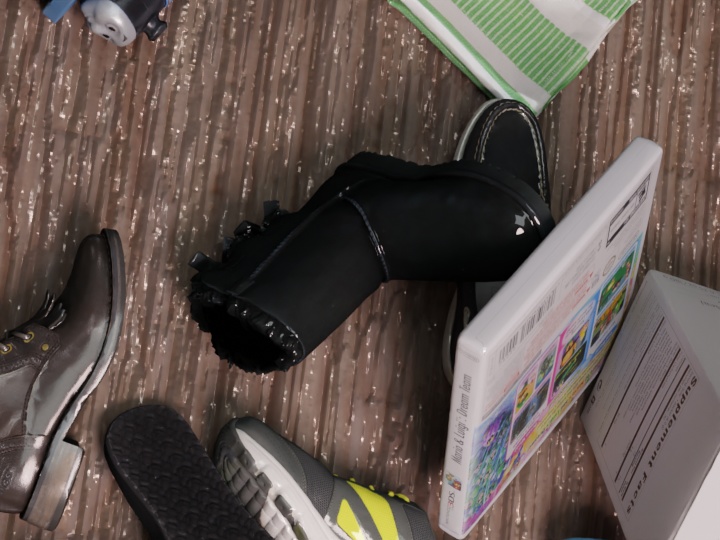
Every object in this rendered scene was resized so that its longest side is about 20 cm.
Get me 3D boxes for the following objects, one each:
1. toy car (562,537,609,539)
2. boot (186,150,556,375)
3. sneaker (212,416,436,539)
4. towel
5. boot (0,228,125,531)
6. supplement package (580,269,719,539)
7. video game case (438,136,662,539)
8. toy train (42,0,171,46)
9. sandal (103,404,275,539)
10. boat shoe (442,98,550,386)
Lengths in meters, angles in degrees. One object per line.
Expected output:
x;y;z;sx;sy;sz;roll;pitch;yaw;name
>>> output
0.208;0.255;1.003;0.175;0.200;0.187;8;75;-14;toy car
0.000;-0.001;1.010;0.162;0.197;0.074;-39;125;-30;boot
-0.009;0.161;1.037;0.200;0.074;0.085;48;51;-2;sneaker
0.123;-0.216;1.175;0.152;0.023;0.200;42;70;-3;towel
-0.236;0.049;0.986;0.172;0.069;0.202;18;76;-13;boot
0.227;0.107;1.026;0.120;0.200;0.121;18;112;-13;supplement package
0.114;0.042;1.019;0.024;0.183;0.200;29;53;22;video game case
-0.132;-0.231;1.072;0.114;0.087;0.201;42;70;-10;toy train
-0.092;0.166;0.994;0.074;0.045;0.201;-14;51;-28;sandal
0.093;-0.018;1.096;0.073;0.060;0.203;13;79;-14;boat shoe
